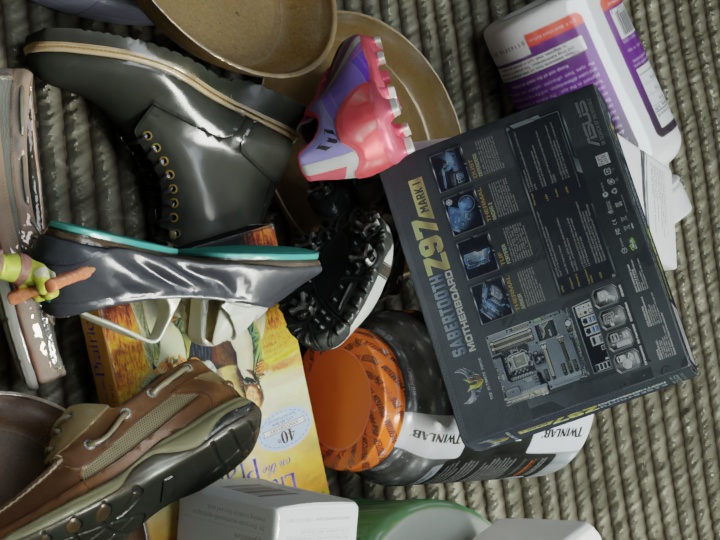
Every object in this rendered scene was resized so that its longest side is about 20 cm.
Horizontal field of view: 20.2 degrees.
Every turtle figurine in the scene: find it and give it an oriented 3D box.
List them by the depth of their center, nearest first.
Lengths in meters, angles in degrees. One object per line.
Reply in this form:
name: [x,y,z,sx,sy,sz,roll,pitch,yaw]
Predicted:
turtle figurine: [-0.265,-0.002,1.130,0.200,0.161,0.065,-2,79,-41]

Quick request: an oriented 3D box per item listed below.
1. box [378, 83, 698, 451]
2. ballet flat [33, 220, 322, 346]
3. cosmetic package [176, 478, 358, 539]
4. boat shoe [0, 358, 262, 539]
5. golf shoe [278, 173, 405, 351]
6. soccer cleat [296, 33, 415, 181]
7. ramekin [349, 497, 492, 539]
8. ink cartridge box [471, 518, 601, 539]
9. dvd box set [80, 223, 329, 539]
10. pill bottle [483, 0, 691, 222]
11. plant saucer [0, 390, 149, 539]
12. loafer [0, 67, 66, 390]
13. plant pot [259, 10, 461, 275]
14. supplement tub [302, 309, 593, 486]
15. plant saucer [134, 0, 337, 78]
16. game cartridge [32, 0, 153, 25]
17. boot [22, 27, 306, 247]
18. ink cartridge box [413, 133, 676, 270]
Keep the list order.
box: [0.114,-0.001,1.316,0.051,0.157,0.201,33,38,-71]
ballet flat: [-0.113,0.012,1.240,0.199,0.073,0.073,6,75,-39]
cosmetic package: [-0.064,0.236,1.255,0.074,0.101,0.201,2,93,-41]
boat shoe: [-0.155,0.119,1.217,0.200,0.076,0.074,-28,65,-31]
golf shoe: [0.000,0.000,1.359,0.200,0.077,0.095,-76,148,-51]
soccer cleat: [-0.011,-0.111,1.374,0.200,0.076,0.067,-104,175,-68]
ramekin: [0.030,0.248,1.364,0.200,0.098,0.201,13,70,-38]
ink cartridge box: [0.079,0.263,1.266,0.200,0.084,0.146,-29,108,-43]
dvd box set: [-0.100,0.083,1.310,0.146,0.029,0.201,-17,100,-36]
pill bottle: [0.186,-0.123,1.595,0.111,0.111,0.201,-32,100,-42]
plant saucer: [-0.218,0.174,1.210,0.200,0.032,0.201,12,70,-38]
loafer: [-0.207,-0.029,1.241,0.063,0.072,0.201,-17,86,-11]
plant pot: [-0.003,-0.090,1.477,0.200,0.027,0.201,12,71,-39]
supplement tub: [0.059,0.089,1.418,0.200,0.122,0.123,1,78,-42]
plant saucer: [-0.101,-0.207,1.345,0.200,0.035,0.201,28,45,-32]
game cartridge: [-0.150,-0.236,1.383,0.200,0.040,0.134,-7,87,-42]
boot: [-0.137,-0.071,1.330,0.199,0.077,0.139,17,83,-24]
ink cartridge box: [0.134,-0.044,1.458,0.200,0.145,0.084,17,68,-66]
